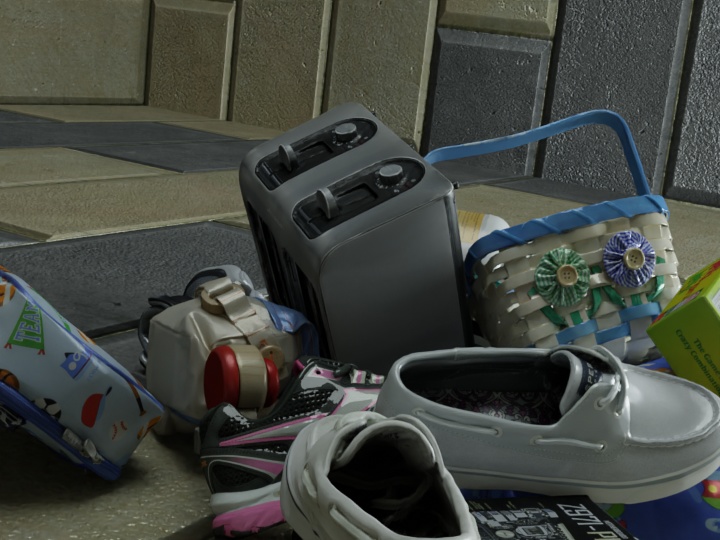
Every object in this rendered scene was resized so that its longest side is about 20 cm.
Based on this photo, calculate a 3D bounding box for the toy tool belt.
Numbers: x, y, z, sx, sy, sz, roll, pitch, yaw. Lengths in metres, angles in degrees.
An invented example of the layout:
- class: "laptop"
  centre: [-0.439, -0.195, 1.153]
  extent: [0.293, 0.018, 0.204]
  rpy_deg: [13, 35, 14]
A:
- class: "toy tool belt"
  centre: [-0.072, 0.068, 0.791]
  extent: [0.121, 0.128, 0.199]
  rpy_deg: [1, 0, -26]

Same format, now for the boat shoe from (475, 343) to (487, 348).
- class: "boat shoe"
  centre: [0.110, 0.096, 0.933]
  extent: [0.197, 0.064, 0.074]
  rpy_deg: [2, 11, -28]

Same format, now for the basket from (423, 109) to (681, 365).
- class: "basket"
  centre: [0.151, -0.018, 0.840]
  extent: [0.173, 0.203, 0.140]
  rpy_deg: [-16, -25, -9]

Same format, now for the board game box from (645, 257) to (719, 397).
- class: "board game box"
  centre: [0.271, 0.093, 0.715]
  extent: [0.047, 0.201, 0.101]
  rpy_deg: [-37, -3, 36]

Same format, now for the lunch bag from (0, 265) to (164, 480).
- class: "lunch bag"
  centre: [-0.225, 0.062, 0.744]
  extent: [0.198, 0.076, 0.161]
  rpy_deg: [22, -22, 45]

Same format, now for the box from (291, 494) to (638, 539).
- class: "box"
  centre: [0.068, 0.176, 0.467]
  extent: [0.161, 0.088, 0.200]
  rpy_deg: [1, 13, -19]

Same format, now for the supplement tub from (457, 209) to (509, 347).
- class: "supplement tub"
  centre: [0.073, 0.011, 1.103]
  extent: [0.196, 0.147, 0.144]
  rpy_deg: [9, 12, 11]

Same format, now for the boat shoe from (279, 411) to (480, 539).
- class: "boat shoe"
  centre: [0.006, 0.091, 0.458]
  extent: [0.070, 0.067, 0.200]
  rpy_deg: [4, 13, -7]

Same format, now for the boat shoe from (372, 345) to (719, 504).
- class: "boat shoe"
  centre: [0.104, 0.069, 0.579]
  extent: [0.196, 0.069, 0.073]
  rpy_deg: [6, 47, -3]

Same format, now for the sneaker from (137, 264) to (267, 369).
- class: "sneaker"
  centre: [-0.148, 0.041, 0.995]
  extent: [0.112, 0.077, 0.200]
  rpy_deg: [3, 15, -28]

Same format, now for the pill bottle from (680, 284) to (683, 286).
- class: "pill bottle"
  centre: [0.263, 0.075, 0.994]
  extent: [0.110, 0.115, 0.200]
  rpy_deg: [8, 12, 7]

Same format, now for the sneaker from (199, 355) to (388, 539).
- class: "sneaker"
  centre: [-0.005, 0.086, 0.668]
  extent: [0.197, 0.088, 0.080]
  rpy_deg: [-18, -9, -20]

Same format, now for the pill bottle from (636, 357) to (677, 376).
- class: "pill bottle"
  centre: [0.237, 0.114, 0.794]
  extent: [0.111, 0.114, 0.198]
  rpy_deg: [16, 16, 38]

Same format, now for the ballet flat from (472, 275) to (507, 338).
- class: "ballet flat"
  centre: [0.141, 0.042, 0.940]
  extent: [0.198, 0.069, 0.068]
  rpy_deg: [27, -6, 28]

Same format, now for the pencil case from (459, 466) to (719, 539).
- class: "pencil case"
  centre: [0.151, 0.132, 0.629]
  extent: [0.196, 0.088, 0.078]
  rpy_deg: [5, -22, -4]

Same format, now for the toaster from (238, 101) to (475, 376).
- class: "toaster"
  centre: [0.000, 0.000, 0.841]
  extent: [0.117, 0.203, 0.181]
  rpy_deg: [-21, 35, -14]
